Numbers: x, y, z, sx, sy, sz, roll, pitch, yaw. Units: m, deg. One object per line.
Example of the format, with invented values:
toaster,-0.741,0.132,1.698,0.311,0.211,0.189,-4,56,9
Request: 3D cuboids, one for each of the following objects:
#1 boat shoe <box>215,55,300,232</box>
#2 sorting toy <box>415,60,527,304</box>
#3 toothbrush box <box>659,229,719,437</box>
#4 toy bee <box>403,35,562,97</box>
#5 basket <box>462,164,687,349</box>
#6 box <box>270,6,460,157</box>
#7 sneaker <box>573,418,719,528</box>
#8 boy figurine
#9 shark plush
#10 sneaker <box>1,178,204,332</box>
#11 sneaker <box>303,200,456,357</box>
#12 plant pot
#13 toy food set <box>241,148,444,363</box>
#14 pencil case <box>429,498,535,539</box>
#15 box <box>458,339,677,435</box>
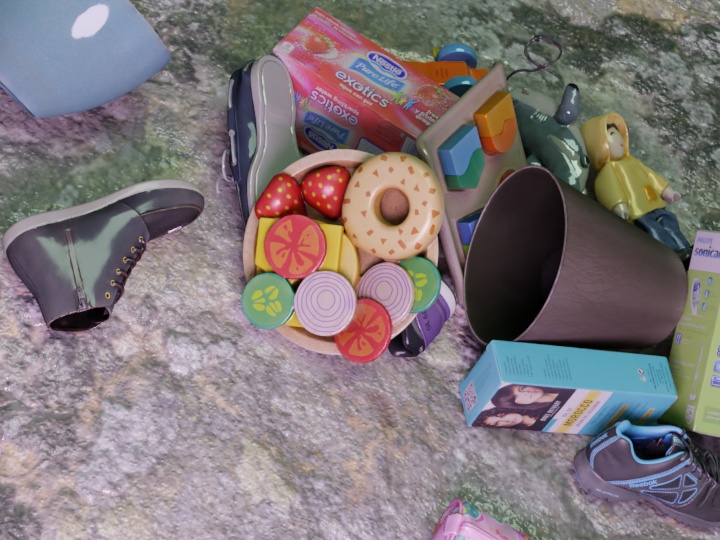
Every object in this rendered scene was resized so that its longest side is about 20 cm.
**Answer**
boat shoe,-0.104,-0.114,1.644,0.074,0.061,0.202,7,73,-47
sorting toy,0.129,-0.092,1.692,0.036,0.187,0.200,2,32,32
toothbrush box,0.401,0.073,1.670,0.144,0.086,0.202,12,92,-17
toy bee,0.115,-0.186,1.812,0.198,0.109,0.132,10,54,14
basket,0.223,0.005,1.653,0.199,0.182,0.135,14,3,-38
box,-0.001,-0.167,1.715,0.199,0.103,0.095,33,46,8
sneaker,0.310,0.196,1.600,0.198,0.082,0.074,11,48,-20
boy figurine,0.311,-0.086,1.832,0.124,0.064,0.201,-11,66,-44
shark plush,0.209,-0.112,1.836,0.082,0.091,0.202,-7,77,-8
sneaker,-0.220,-0.010,1.512,0.198,0.075,0.107,-19,68,-26
sneaker,0.000,0.000,1.595,0.200,0.076,0.088,41,55,-3
plant pot,-0.298,-0.226,1.581,0.200,0.200,0.135,42,84,10
toy food set,-0.018,-0.015,1.551,0.198,0.049,0.200,5,88,13
pencil case,0.153,0.278,1.452,0.198,0.088,0.088,27,46,-3
box,0.203,0.118,1.608,0.198,0.083,0.050,6,52,-22
